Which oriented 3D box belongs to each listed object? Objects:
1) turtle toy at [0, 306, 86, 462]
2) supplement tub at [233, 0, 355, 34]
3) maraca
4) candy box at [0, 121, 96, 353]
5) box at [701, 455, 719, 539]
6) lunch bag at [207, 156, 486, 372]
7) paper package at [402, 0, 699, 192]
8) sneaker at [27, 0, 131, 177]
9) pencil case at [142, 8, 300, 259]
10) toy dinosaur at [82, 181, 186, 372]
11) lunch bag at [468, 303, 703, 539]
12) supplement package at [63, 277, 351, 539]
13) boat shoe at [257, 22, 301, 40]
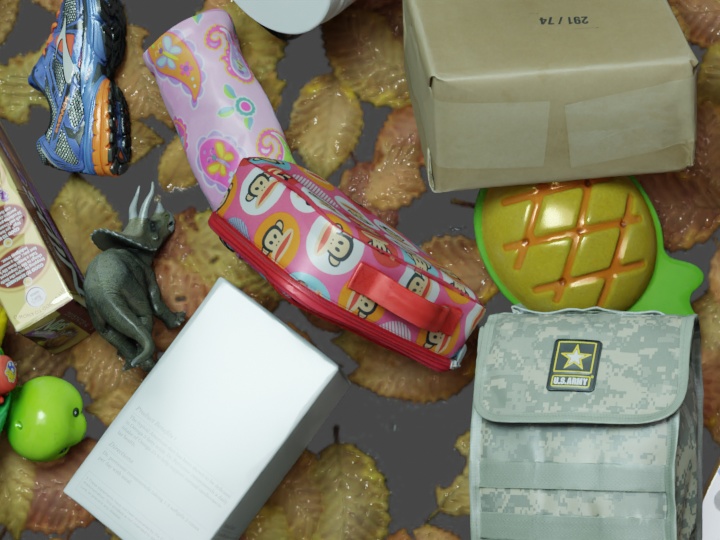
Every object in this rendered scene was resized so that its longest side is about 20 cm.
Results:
[{"bbox_3d":[-0.307,0.103,1.329,0.101,0.198,0.147,36,111,48],"label":"turtle toy"},{"bbox_3d":[-0.013,-0.288,1.348,0.132,0.132,0.200,38,54,10],"label":"supplement tub"},{"bbox_3d":[0.176,-0.011,1.331,0.137,0.107,0.200,-43,90,1],"label":"maraca"},{"bbox_3d":[-0.280,-0.039,1.367,0.056,0.117,0.201,-30,78,-2],"label":"candy box"},{"bbox_3d":[0.302,0.218,1.308,0.118,0.042,0.202,27,80,9],"label":"box"},{"bbox_3d":[0.000,0.000,1.273,0.176,0.199,0.082,37,97,47],"label":"lunch bag"},{"bbox_3d":[0.138,-0.158,1.310,0.197,0.104,0.192,-6,39,-3],"label":"paper package"},{"bbox_3d":[-0.237,-0.174,1.413,0.077,0.075,0.203,-6,77,7],"label":"sneaker"},{"bbox_3d":[-0.100,-0.106,1.384,0.087,0.087,0.202,-27,78,-1],"label":"pencil case"},{"bbox_3d":[-0.187,0.022,1.340,0.076,0.201,0.103,-23,111,16],"label":"toy dinosaur"},{"bbox_3d":[0.168,0.125,1.268,0.162,0.117,0.203,-1,88,22],"label":"lunch bag"},{"bbox_3d":[-0.113,0.126,1.320,0.116,0.117,0.201,36,84,11],"label":"supplement package"},{"bbox_3d":[-0.106,-0.278,1.426,0.200,0.076,0.074,42,79,3],"label":"boat shoe"}]
